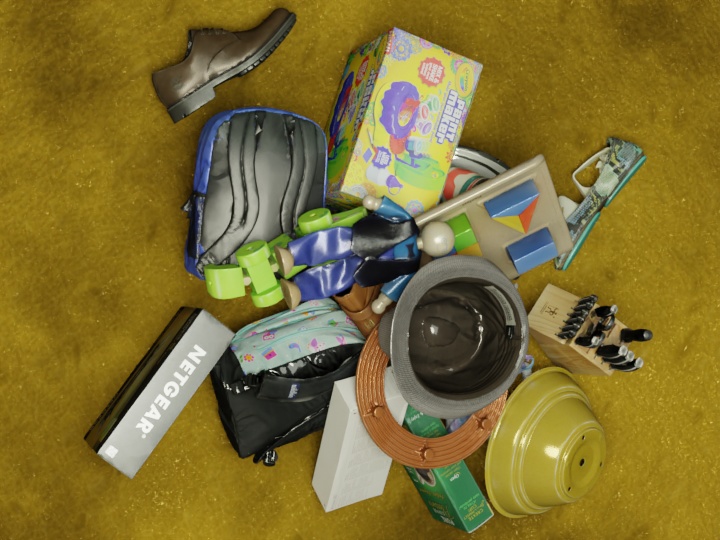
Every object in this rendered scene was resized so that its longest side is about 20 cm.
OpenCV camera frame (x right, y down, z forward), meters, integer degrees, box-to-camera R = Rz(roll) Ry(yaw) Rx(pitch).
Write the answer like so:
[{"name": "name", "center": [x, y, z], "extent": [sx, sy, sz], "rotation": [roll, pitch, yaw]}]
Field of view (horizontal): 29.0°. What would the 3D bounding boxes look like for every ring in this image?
[{"name": "ring", "center": [0.087, 0.129, 1.606], "extent": [0.198, 0.019, 0.203], "rotation": [-1, 92, -24]}]

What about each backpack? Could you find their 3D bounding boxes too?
[{"name": "backpack", "center": [-0.130, -0.091, 1.638], "extent": [0.160, 0.168, 0.203], "rotation": [4, 96, -22]}, {"name": "backpack", "center": [-0.077, 0.121, 1.665], "extent": [0.198, 0.168, 0.127], "rotation": [-23, 52, -16]}]

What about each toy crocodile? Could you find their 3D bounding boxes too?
[{"name": "toy crocodile", "center": [-0.079, -0.019, 1.552], "extent": [0.198, 0.062, 0.068], "rotation": [-27, 114, -11]}]

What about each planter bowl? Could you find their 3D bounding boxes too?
[{"name": "planter bowl", "center": [0.251, 0.230, 1.755], "extent": [0.199, 0.083, 0.203], "rotation": [-19, 117, -41]}]

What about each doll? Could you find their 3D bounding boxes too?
[{"name": "doll", "center": [0.009, -0.013, 1.525], "extent": [0.198, 0.048, 0.138], "rotation": [-16, 112, -13]}]

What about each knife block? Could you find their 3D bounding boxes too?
[{"name": "knife block", "center": [0.299, 0.093, 1.734], "extent": [0.064, 0.175, 0.200], "rotation": [-55, 144, -10]}]

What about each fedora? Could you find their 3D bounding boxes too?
[{"name": "fedora", "center": [0.090, 0.070, 1.545], "extent": [0.198, 0.090, 0.180], "rotation": [-8, 98, -32]}]

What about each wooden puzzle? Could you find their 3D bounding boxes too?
[{"name": "wooden puzzle", "center": [0.154, -0.030, 1.623], "extent": [0.184, 0.201, 0.047], "rotation": [-27, 53, 2]}]

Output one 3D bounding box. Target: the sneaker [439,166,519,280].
[{"name": "sneaker", "center": [0.150, -0.065, 1.714], "extent": [0.071, 0.093, 0.200], "rotation": [-51, 141, -7]}]

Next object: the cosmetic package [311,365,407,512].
[{"name": "cosmetic package", "center": [-0.002, 0.203, 1.672], "extent": [0.082, 0.201, 0.051], "rotation": [-15, 51, -26]}]

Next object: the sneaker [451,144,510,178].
[{"name": "sneaker", "center": [0.152, -0.079, 1.767], "extent": [0.199, 0.075, 0.117], "rotation": [26, 83, -28]}]

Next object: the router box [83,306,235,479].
[{"name": "router box", "center": [-0.235, 0.137, 1.615], "extent": [0.052, 0.157, 0.201], "rotation": [38, 79, -13]}]

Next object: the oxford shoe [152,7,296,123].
[{"name": "oxford shoe", "center": [-0.165, -0.268, 1.684], "extent": [0.199, 0.073, 0.085], "rotation": [-36, 98, -14]}]

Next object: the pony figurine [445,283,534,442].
[{"name": "pony figurine", "center": [0.138, 0.114, 1.747], "extent": [0.191, 0.166, 0.203], "rotation": [-13, 100, -36]}]

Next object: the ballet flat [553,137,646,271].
[{"name": "ballet flat", "center": [0.296, -0.092, 1.835], "extent": [0.074, 0.074, 0.201], "rotation": [41, 77, -13]}]

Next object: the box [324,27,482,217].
[{"name": "box", "center": [0.035, -0.163, 1.681], "extent": [0.121, 0.192, 0.202], "rotation": [20, 83, -16]}]

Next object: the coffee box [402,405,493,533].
[{"name": "coffee box", "center": [0.081, 0.224, 1.732], "extent": [0.044, 0.123, 0.202], "rotation": [-32, 97, -17]}]

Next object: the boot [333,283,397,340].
[{"name": "boot", "center": [0.000, 0.000, 1.660], "extent": [0.076, 0.202, 0.155], "rotation": [-25, 139, 20]}]
